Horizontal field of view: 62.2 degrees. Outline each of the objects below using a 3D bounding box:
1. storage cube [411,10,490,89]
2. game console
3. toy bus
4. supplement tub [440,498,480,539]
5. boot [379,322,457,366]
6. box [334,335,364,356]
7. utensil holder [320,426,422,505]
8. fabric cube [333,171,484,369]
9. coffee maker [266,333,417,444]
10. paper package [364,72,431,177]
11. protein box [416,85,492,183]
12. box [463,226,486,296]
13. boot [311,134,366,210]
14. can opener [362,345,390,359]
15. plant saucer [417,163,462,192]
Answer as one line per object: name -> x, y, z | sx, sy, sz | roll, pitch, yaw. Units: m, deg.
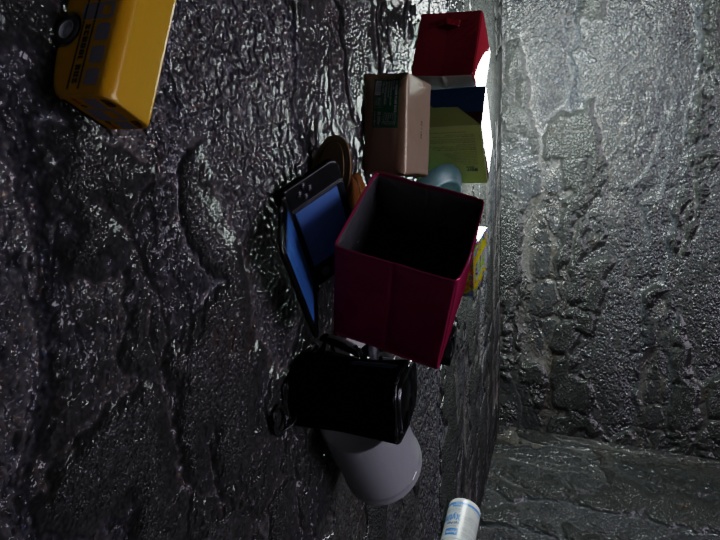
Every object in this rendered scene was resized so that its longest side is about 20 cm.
storage cube -> 0.240, -0.546, 1.575 | 0.200, 0.166, 0.186 | 41, 57, -65
game console -> -0.057, -0.035, 0.930 | 0.174, 0.116, 0.203 | -35, 136, -20
toy bus -> -0.215, -0.236, 0.539 | 0.065, 0.076, 0.207 | 34, 62, -66
supplement tub -> 0.376, 0.984, 2.254 | 0.201, 0.128, 0.135 | -59, 147, -50
boot -> 0.120, 0.114, 1.323 | 0.066, 0.194, 0.170 | 51, 47, -60
box -> 0.018, 0.105, 1.198 | 0.199, 0.038, 0.042 | -40, 113, -44
utensil holder -> 0.020, 0.324, 1.149 | 0.203, 0.165, 0.173 | 68, 33, -44
fabric cube -> 0.076, -0.002, 0.970 | 0.203, 0.194, 0.198 | 93, 18, -44
coffee maker -> -0.017, 0.214, 0.977 | 0.195, 0.194, 0.137 | -65, 150, -42
paper package -> 0.082, -0.307, 1.287 | 0.190, 0.100, 0.207 | -20, 113, -68
protein box -> 0.233, -0.344, 1.545 | 0.202, 0.192, 0.138 | 65, 33, -52
box -> 0.220, -0.033, 1.566 | 0.193, 0.194, 0.126 | -45, 134, -58
boot -> -0.022, -0.152, 1.065 | 0.155, 0.074, 0.206 | -47, 139, -57
can opener -> 0.021, 0.162, 1.272 | 0.077, 0.062, 0.207 | -4, 88, -42
plant saucer -> 0.193, -0.175, 1.530 | 0.196, 0.036, 0.203 | -27, 143, -22
